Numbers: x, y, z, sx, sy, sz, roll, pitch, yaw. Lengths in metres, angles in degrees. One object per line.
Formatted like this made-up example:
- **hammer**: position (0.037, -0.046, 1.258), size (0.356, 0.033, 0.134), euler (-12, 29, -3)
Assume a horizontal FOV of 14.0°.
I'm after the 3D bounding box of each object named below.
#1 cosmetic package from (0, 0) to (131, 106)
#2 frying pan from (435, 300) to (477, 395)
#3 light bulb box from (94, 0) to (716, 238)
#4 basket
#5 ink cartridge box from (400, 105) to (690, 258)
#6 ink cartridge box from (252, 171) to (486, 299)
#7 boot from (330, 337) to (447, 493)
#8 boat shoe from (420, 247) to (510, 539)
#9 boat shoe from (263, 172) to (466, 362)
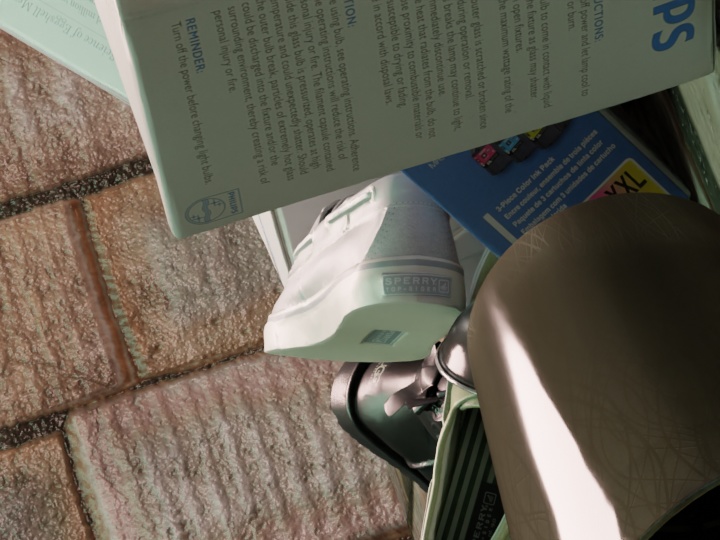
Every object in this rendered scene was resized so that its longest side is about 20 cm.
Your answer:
- **cosmetic package**: position (-0.098, -0.200, 1.281), size (0.199, 0.123, 0.200), euler (31, 111, 28)
- **frying pan**: position (0.095, 0.039, 1.147), size (0.190, 0.115, 0.031), euler (-123, 28, -69)
- **light bulb box**: position (-0.003, -0.146, 1.015), size (0.125, 0.200, 0.198), euler (82, 169, -57)
- **basket**: position (0.110, 0.074, 0.989), size (0.200, 0.136, 0.180), euler (-108, 20, -56)
- **ink cartridge box**: position (0.024, -0.090, 1.166), size (0.200, 0.076, 0.136), euler (43, -171, -26)
- **ink cartridge box**: position (0.008, -0.080, 1.455), size (0.200, 0.147, 0.146), euler (-118, 10, -60)
- **boot**: position (0.092, 0.093, 1.485), size (0.198, 0.073, 0.162), euler (33, 163, -25)
- **boat shoe**: position (0.072, 0.061, 1.346), size (0.062, 0.072, 0.200), euler (36, -115, -75)
- **boat shoe**: position (0.000, 0.000, 1.294), size (0.200, 0.072, 0.069), euler (126, 147, -77)
